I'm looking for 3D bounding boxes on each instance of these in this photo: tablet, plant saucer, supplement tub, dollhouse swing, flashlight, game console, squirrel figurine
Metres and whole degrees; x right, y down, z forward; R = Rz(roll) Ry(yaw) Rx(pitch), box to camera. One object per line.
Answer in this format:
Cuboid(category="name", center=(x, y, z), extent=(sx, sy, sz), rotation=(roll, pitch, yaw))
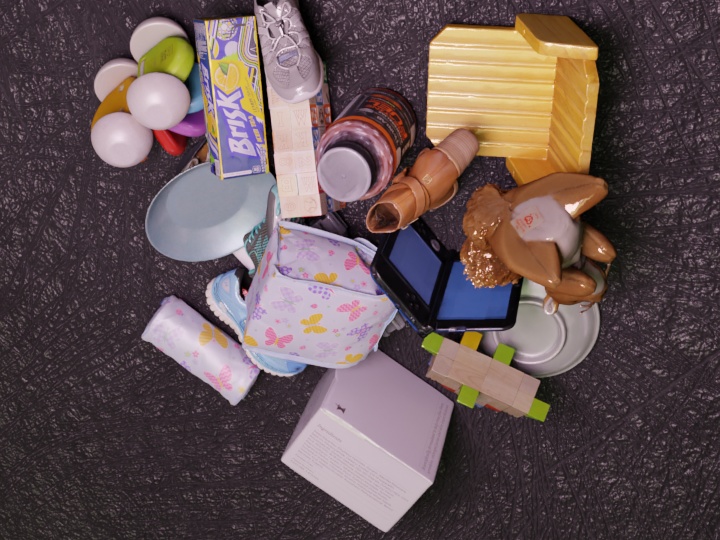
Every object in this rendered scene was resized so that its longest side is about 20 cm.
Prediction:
Cuboid(category="tablet", center=(-0.136, -0.044, 1.505), extent=(0.130, 0.014, 0.200), rotation=(-37, 103, 29))
Cuboid(category="plant saucer", center=(0.245, 0.078, 1.439), extent=(0.196, 0.050, 0.203), rotation=(7, 119, 12))
Cuboid(category="supplement tub", center=(0.005, -0.159, 1.291), extent=(0.105, 0.201, 0.109), rotation=(7, 118, 13))
Cuboid(category="dollhouse swing", center=(0.181, -0.202, 1.246), extent=(0.172, 0.183, 0.203), rotation=(-2, 120, -6))
Cuboid(category="plant saucer", center=(-0.214, -0.095, 1.424), extent=(0.198, 0.039, 0.202), rotation=(-19, 145, -14))
Cuboid(category="flashlight", center=(0.000, 0.000, 1.463), extent=(0.201, 0.068, 0.067), rotation=(54, 155, -10))
Cuboid(category="game console", center=(0.122, -0.011, 1.336), extent=(0.118, 0.201, 0.171), rotation=(-33, 108, 29))
Cuboid(category="squirrel figurine", center=(0.222, -0.026, 1.245), extent=(0.198, 0.143, 0.187), rotation=(15, 164, 33))

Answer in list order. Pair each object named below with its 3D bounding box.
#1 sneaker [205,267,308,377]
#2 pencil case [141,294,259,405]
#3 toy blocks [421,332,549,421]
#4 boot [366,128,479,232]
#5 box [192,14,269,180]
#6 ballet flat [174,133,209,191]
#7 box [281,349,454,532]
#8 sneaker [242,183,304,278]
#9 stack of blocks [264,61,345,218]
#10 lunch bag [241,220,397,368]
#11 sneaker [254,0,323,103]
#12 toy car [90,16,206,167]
Cuboid(category="sneaker", center=(-0.147, 0.079, 1.531), extent=(0.090, 0.079, 0.200), rotation=(-35, 104, 35))
Cuboid(category="pencil case", center=(-0.252, 0.129, 1.591), extent=(0.199, 0.083, 0.091), rotation=(36, 127, -5))
Cuboid(category="toy blocks", center=(0.173, 0.161, 1.464), extent=(0.197, 0.137, 0.101), rotation=(24, 77, 3))
Cuboid(category="boot", center=(0.064, -0.097, 1.302), extent=(0.074, 0.155, 0.200), rotation=(44, 156, 6))
Cuboid(category="box", center=(-0.167, -0.225, 1.294), extent=(0.069, 0.064, 0.204), rotation=(-10, 109, -20))
Cuboid(category="ballet flat", center=(-0.220, -0.154, 1.438), extent=(0.073, 0.073, 0.200), rotation=(41, 121, -8))
Cuboid(category="box", center=(0.015, 0.242, 1.505), extent=(0.199, 0.200, 0.131), rotation=(35, 122, -4))
Cuboid(category="sneaker", center=(-0.132, -0.044, 1.442), extent=(0.090, 0.078, 0.202), rotation=(19, 134, 17))
Cuboid(category="stack of blocks", center=(-0.073, -0.179, 1.353), extent=(0.058, 0.115, 0.204), rotation=(-3, 99, 17))
Cuboid(category="lunch bag", center=(-0.049, 0.040, 1.384), extent=(0.197, 0.128, 0.171), rotation=(14, 135, -14))
Cuboid(category="sneaker", center=(-0.104, -0.298, 1.252), extent=(0.074, 0.202, 0.082), rotation=(-23, 153, 6))
Cuboid(category="toy car", center=(-0.274, -0.229, 1.373), extent=(0.149, 0.177, 0.199), rotation=(29, 126, -36))
